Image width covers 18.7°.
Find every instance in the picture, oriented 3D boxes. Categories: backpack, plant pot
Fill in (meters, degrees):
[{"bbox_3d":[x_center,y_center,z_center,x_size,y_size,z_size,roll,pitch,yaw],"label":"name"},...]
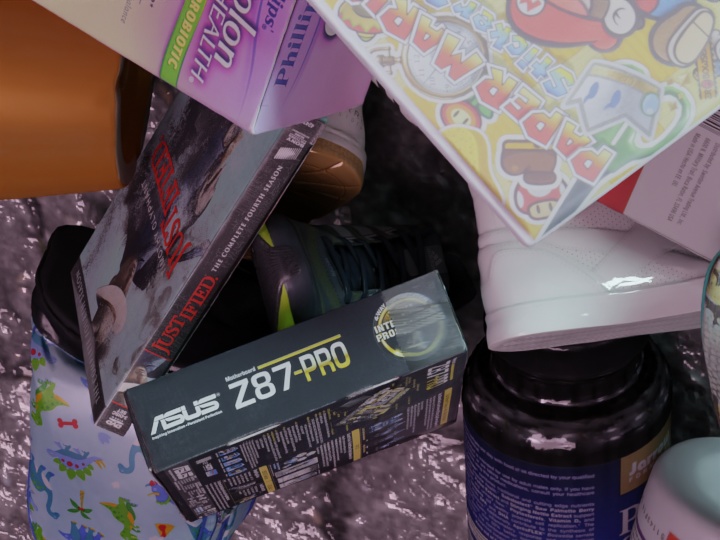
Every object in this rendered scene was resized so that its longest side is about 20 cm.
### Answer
[{"bbox_3d":[-0.124,0.094,1.281,0.163,0.154,0.200,18,144,4],"label":"backpack"},{"bbox_3d":[-0.202,-0.114,1.123,0.183,0.200,0.201,7,130,1],"label":"plant pot"}]

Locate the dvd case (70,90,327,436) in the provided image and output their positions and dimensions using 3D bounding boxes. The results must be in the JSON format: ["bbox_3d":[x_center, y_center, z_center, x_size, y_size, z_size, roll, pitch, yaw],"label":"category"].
[{"bbox_3d":[-0.087,-0.034,1.107,0.022,0.146,0.200,22,116,-25],"label":"dvd case"}]

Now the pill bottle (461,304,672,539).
[{"bbox_3d":[0.110,0.092,1.166,0.111,0.112,0.200,11,130,19],"label":"pill bottle"}]

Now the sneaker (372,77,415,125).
[{"bbox_3d":[0.056,-0.139,1.035,0.115,0.076,0.201,34,136,-4],"label":"sneaker"}]

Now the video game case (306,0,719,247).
[{"bbox_3d":[0.074,-0.133,0.864,0.182,0.023,0.200,-37,107,19],"label":"video game case"}]

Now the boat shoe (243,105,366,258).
[{"bbox_3d":[-0.049,-0.058,1.163,0.071,0.070,0.200,25,157,-24],"label":"boat shoe"}]

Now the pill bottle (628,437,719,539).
[{"bbox_3d":[0.178,0.197,1.131,0.111,0.111,0.201,20,116,11],"label":"pill bottle"}]

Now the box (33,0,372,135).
[{"bbox_3d":[-0.070,-0.188,0.961,0.200,0.097,0.176,32,117,23],"label":"box"}]

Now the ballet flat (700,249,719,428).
[{"bbox_3d":[0.197,0.082,0.976,0.069,0.071,0.201,-16,115,-11],"label":"ballet flat"}]

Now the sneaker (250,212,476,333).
[{"bbox_3d":[0.000,0.000,1.126,0.081,0.200,0.074,-19,81,16],"label":"sneaker"}]

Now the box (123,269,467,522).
[{"bbox_3d":[-0.029,0.069,1.105,0.161,0.200,0.049,-19,77,-3],"label":"box"}]

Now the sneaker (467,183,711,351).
[{"bbox_3d":[0.149,-0.030,1.065,0.199,0.116,0.074,-6,167,-17],"label":"sneaker"}]

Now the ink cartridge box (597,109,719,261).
[{"bbox_3d":[0.197,-0.064,0.965,0.200,0.083,0.147,28,149,8],"label":"ink cartridge box"}]
